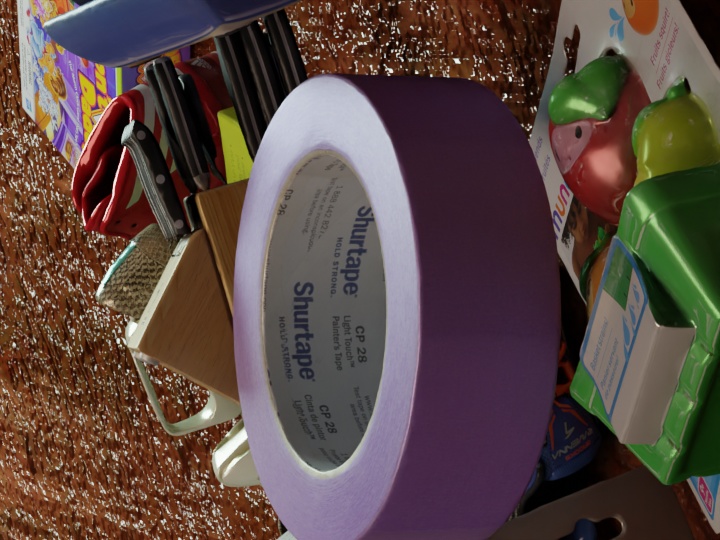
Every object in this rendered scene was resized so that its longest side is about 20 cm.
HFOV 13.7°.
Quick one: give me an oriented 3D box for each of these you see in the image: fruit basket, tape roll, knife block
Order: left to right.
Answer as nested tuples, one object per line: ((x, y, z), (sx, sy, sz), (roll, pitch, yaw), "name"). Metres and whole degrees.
((-0.027, -0.018, 1.394), (0.200, 0.176, 0.064), (28, 176, -7), "knife block")
((0.011, 0.018, 1.262), (0.200, 0.065, 0.201), (180, 90, -65), "tape roll")
((0.111, -0.023, 1.181), (0.200, 0.094, 0.185), (58, 153, 32), "fruit basket")

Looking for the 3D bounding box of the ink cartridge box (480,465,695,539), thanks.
((0.111, 0.196, 1.300), (0.067, 0.117, 0.201), (-27, 82, 55), "ink cartridge box")

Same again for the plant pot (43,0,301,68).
((-0.062, -0.199, 1.293), (0.200, 0.200, 0.180), (-8, 106, 64), "plant pot")

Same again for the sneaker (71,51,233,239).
((-0.098, -0.019, 1.584), (0.078, 0.115, 0.201), (33, 136, 53), "sneaker")

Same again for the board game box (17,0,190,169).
((-0.145, -0.144, 1.676), (0.134, 0.045, 0.200), (47, 146, 42), "board game box")

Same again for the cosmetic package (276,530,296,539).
((-0.004, 0.160, 1.432), (0.081, 0.113, 0.200), (50, 177, -2), "cosmetic package")

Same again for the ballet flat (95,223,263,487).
((-0.066, 0.063, 1.534), (0.200, 0.075, 0.068), (50, 173, -27), "ballet flat")

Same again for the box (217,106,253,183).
((0.000, 0.000, 1.477), (0.200, 0.048, 0.122), (35, 139, 51), "box")

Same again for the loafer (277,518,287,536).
((0.005, 0.190, 1.578), (0.200, 0.070, 0.075), (54, 151, 31), "loafer")

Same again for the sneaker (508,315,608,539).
((0.077, 0.055, 1.347), (0.078, 0.075, 0.200), (34, 145, 41), "sneaker")
